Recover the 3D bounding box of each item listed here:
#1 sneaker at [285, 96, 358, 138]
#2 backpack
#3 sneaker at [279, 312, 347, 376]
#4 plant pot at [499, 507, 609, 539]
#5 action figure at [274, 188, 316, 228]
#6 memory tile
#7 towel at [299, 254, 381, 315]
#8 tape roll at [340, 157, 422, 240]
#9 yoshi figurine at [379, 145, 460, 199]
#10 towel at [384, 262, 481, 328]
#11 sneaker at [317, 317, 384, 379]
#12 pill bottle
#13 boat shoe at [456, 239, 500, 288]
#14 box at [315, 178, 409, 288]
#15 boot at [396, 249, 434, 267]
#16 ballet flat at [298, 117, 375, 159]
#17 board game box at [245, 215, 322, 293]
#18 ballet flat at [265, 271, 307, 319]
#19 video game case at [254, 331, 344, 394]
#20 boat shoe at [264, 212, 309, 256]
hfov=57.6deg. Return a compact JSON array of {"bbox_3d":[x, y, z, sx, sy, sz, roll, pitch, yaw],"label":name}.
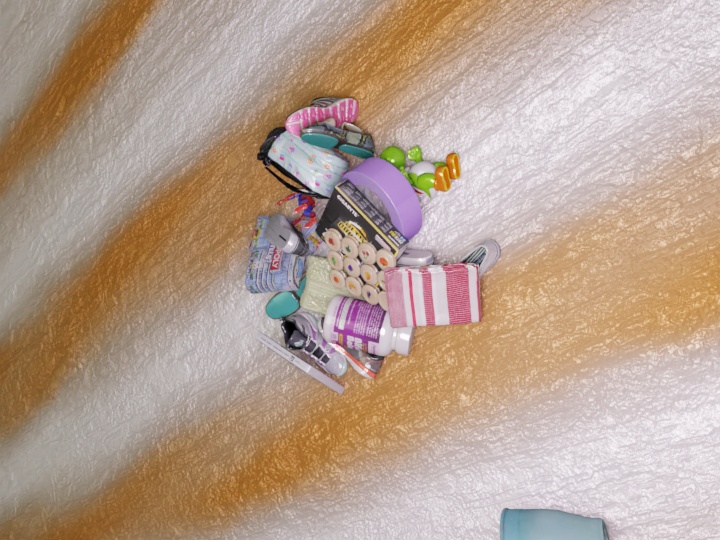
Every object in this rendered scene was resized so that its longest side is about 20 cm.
[{"bbox_3d":[-0.102,-0.360,1.534,0.087,0.198,0.075,23,131,47],"label":"sneaker"},{"bbox_3d":[-0.126,-0.259,1.569,0.199,0.166,0.128,38,114,20],"label":"backpack"},{"bbox_3d":[-0.129,0.186,1.598,0.200,0.139,0.078,43,110,26],"label":"sneaker"},{"bbox_3d":[0.377,0.544,1.230,0.184,0.199,0.205,-14,84,20],"label":"plant pot"},{"bbox_3d":[-0.156,-0.144,1.583,0.098,0.201,0.066,-31,109,9],"label":"action figure"},{"bbox_3d":[0.000,0.000,1.434,0.197,0.017,0.156,22,131,34],"label":"memory tile"},{"bbox_3d":[-0.046,0.049,1.561,0.196,0.036,0.152,16,104,14],"label":"towel"},{"bbox_3d":[0.043,-0.142,1.437,0.199,0.065,0.202,38,150,26],"label":"tape roll"},{"bbox_3d":[0.113,-0.227,1.429,0.197,0.112,0.115,4,79,38],"label":"yoshi figurine"},{"bbox_3d":[0.151,0.055,1.365,0.195,0.023,0.147,-4,120,10],"label":"towel"},{"bbox_3d":[-0.017,0.168,1.571,0.199,0.077,0.082,41,100,19],"label":"sneaker"},{"bbox_3d":[0.022,0.129,1.480,0.195,0.112,0.115,12,100,13],"label":"pill bottle"},{"bbox_3d":[0.212,0.012,1.385,0.074,0.066,0.202,46,117,25],"label":"boat shoe"},{"bbox_3d":[-0.001,-0.073,1.434,0.200,0.049,0.161,47,143,12],"label":"box"},{"bbox_3d":[0.085,0.000,1.480,0.198,0.072,0.092,12,119,46],"label":"boot"},{"bbox_3d":[-0.054,-0.310,1.494,0.074,0.197,0.076,-19,66,50],"label":"ballet flat"},{"bbox_3d":[-0.188,-0.050,1.639,0.196,0.062,0.204,-7,58,29],"label":"board game box"},{"bbox_3d":[-0.157,0.057,1.657,0.199,0.070,0.072,-38,71,23],"label":"ballet flat"},{"bbox_3d":[-0.145,0.226,1.589,0.180,0.200,0.024,27,79,32],"label":"video game case"},{"bbox_3d":[-0.176,-0.076,1.565,0.073,0.070,0.200,-52,30,7],"label":"boat shoe"}]
